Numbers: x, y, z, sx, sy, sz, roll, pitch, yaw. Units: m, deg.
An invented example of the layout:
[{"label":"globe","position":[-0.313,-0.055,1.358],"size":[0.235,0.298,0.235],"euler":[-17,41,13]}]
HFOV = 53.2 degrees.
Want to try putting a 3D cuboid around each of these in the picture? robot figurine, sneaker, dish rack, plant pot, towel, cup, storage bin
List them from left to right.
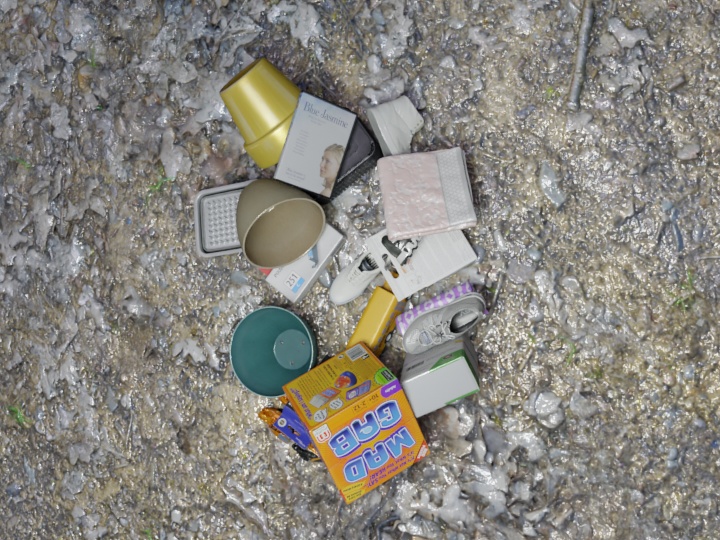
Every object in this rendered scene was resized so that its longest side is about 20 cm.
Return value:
[{"label":"dish rack","position":[-0.304,-0.122,1.739],"size":[0.199,0.044,0.172],"euler":[-8,80,15]},{"label":"plant pot","position":[-0.207,-0.364,1.613],"size":[0.201,0.201,0.189],"euler":[-34,114,12]},{"label":"cup","position":[-0.200,-0.124,1.611],"size":[0.200,0.200,0.143],"euler":[-44,55,10]},{"label":"plant pot","position":[-0.180,0.183,1.646],"size":[0.200,0.135,0.201],"euler":[-1,87,17]},{"label":"robot figurine","position":[-0.133,0.354,1.664],"size":[0.200,0.058,0.145],"euler":[31,94,16]},{"label":"storage bin","position":[-0.063,-0.261,1.658],"size":[0.200,0.094,0.135],"euler":[-37,79,10]},{"label":"sneaker","position":[0.000,0.000,1.638],"size":[0.200,0.071,0.073],"euler":[-45,77,9]},{"label":"sneaker","position":[0.105,-0.292,1.620],"size":[0.115,0.074,0.200],"euler":[-27,105,-14]},{"label":"sneaker","position":[0.116,-0.113,1.547],"size":[0.090,0.066,0.200],"euler":[37,85,3]},{"label":"towel","position":[0.139,-0.166,1.519],"size":[0.190,0.032,0.200],"euler":[-9,62,5]},{"label":"sneaker","position":[0.170,0.114,1.499],"size":[0.200,0.082,0.075],"euler":[-35,102,15]}]

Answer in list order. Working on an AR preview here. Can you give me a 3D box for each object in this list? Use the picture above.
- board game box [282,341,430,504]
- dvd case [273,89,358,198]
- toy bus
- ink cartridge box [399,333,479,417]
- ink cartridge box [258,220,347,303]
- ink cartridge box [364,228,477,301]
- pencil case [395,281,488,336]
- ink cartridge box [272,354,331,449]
[{"label":"board game box","position":[-0.012,0.309,1.492],"size":[0.199,0.200,0.200],"euler":[-29,115,-11]},{"label":"dvd case","position":[-0.095,-0.271,1.561],"size":[0.018,0.142,0.201],"euler":[21,94,60]},{"label":"toy bus","position":[0.046,0.101,1.612],"size":[0.065,0.078,0.200],"euler":[28,95,24]},{"label":"ink cartridge box","position":[0.169,0.209,1.510],"size":[0.145,0.200,0.084],"euler":[-26,98,13]},{"label":"ink cartridge box","position":[-0.158,-0.053,1.700],"size":[0.176,0.045,0.200],"euler":[38,98,14]},{"label":"ink cartridge box","position":[0.133,-0.044,1.592],"size":[0.200,0.050,0.161],"euler":[-29,80,-1]},{"label":"pencil case","position":[0.173,0.100,1.576],"size":[0.200,0.084,0.086],"euler":[-30,50,14]},{"label":"ink cartridge box","position":[-0.101,0.295,1.629],"size":[0.095,0.037,0.200],"euler":[34,71,15]}]
